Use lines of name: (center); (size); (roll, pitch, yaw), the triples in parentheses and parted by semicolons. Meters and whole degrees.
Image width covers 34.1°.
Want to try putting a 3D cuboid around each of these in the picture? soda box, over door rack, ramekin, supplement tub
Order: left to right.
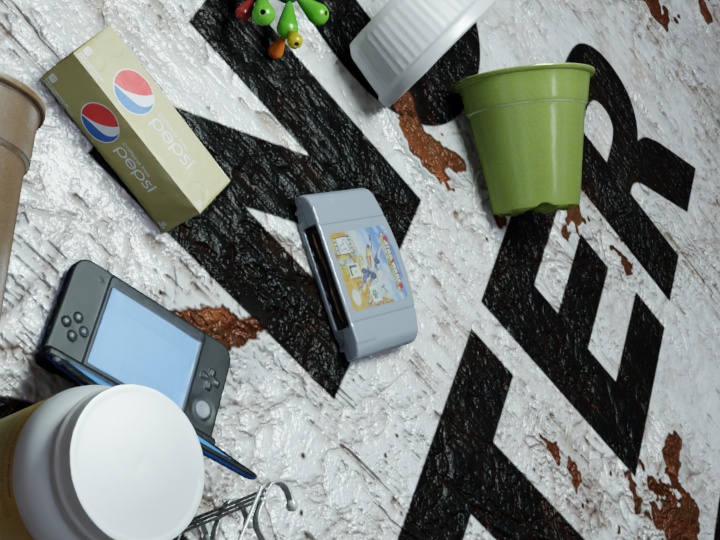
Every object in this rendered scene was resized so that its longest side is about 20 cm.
supplement tub: (-0.231, 0.172, 0.924); (0.144, 0.200, 0.145); (23, 56, -39)
soda box: (-0.225, -0.140, 1.186); (0.200, 0.064, 0.068); (53, 41, -16)
over door rack: (-0.143, 0.281, 1.016); (0.067, 0.148, 0.200); (49, 42, -12)
ramekin: (0.073, -0.311, 1.506); (0.094, 0.202, 0.202); (45, 43, -5)

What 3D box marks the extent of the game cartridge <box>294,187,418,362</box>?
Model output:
game cartridge: (0.000, 0.000, 1.395); (0.133, 0.041, 0.201); (-14, 83, -46)

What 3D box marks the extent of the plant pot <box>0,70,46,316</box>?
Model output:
plant pot: (-0.352, -0.041, 0.912); (0.200, 0.200, 0.199); (13, 71, -44)

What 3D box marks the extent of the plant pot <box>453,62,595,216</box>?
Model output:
plant pot: (0.238, -0.176, 1.649); (0.200, 0.199, 0.191); (-4, 88, -49)

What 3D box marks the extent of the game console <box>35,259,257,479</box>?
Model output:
game console: (-0.182, 0.089, 1.083); (0.200, 0.118, 0.171); (37, 49, -32)

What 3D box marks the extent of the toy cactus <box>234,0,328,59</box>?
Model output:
toy cactus: (-0.107, -0.349, 1.415); (0.165, 0.102, 0.200); (40, 46, -2)
